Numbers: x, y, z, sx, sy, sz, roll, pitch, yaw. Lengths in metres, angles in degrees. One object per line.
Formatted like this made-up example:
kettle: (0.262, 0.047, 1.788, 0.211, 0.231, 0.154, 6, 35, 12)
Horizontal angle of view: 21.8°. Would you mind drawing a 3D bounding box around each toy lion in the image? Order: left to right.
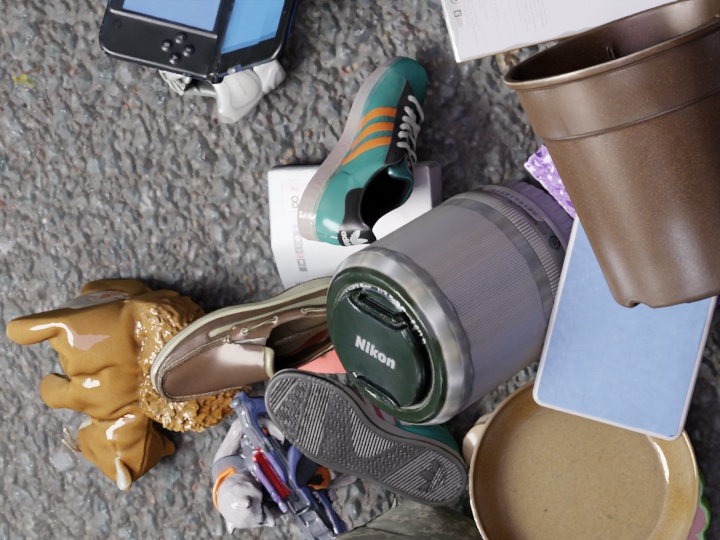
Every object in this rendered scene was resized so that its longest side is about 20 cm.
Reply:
toy lion: (0.212, 0.202, 1.689, 0.191, 0.069, 0.201, -21, 91, 15)

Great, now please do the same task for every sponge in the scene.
sponge: (0.231, -0.035, 1.608, 0.200, 0.112, 0.030, 48, 113, 7)

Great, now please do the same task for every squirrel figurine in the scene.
squirrel figurine: (-0.213, 0.114, 1.788, 0.199, 0.141, 0.188, -3, 105, 23)

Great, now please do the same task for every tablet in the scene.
tablet: (0.226, 0.030, 1.548, 0.130, 0.014, 0.201, 15, 98, 12)

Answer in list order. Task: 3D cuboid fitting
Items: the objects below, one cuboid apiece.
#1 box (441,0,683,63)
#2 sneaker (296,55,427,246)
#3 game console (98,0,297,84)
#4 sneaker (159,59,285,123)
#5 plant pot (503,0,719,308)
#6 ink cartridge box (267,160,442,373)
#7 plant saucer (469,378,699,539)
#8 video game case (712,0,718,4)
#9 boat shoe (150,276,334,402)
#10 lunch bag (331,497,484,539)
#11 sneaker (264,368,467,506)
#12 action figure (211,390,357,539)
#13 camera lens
box: (0.179, -0.248, 1.583, 0.199, 0.124, 0.098, -11, 96, 22)
sneaker: (0.023, -0.101, 1.649, 0.080, 0.071, 0.201, 14, 64, 30)
game console: (-0.130, -0.280, 1.650, 0.170, 0.118, 0.201, 14, 75, -1)
sneaker: (-0.168, -0.214, 1.733, 0.200, 0.075, 0.081, 37, 86, 12)
plant pot: (0.237, -0.090, 1.434, 0.199, 0.200, 0.199, -16, 103, 22)
ink cartridge box: (0.000, 0.000, 1.734, 0.162, 0.057, 0.201, -1, 95, 20)
plant saucer: (0.195, 0.188, 1.636, 0.199, 0.035, 0.201, -1, 78, 4)
video game case: (0.351, -0.201, 1.518, 0.200, 0.143, 0.017, 50, 128, 6)
boat shoe: (-0.093, 0.069, 1.691, 0.202, 0.075, 0.075, -27, 123, -3)
lunch bag: (0.066, 0.290, 1.634, 0.200, 0.164, 0.118, 39, 119, 22)
sneaker: (0.005, 0.134, 1.707, 0.199, 0.121, 0.084, 29, 102, -8)
action figure: (-0.071, 0.204, 1.717, 0.104, 0.193, 0.201, -31, 88, 23)
camera lens: (0.082, 0.027, 1.601, 0.160, 0.200, 0.161, 32, 137, 35)
